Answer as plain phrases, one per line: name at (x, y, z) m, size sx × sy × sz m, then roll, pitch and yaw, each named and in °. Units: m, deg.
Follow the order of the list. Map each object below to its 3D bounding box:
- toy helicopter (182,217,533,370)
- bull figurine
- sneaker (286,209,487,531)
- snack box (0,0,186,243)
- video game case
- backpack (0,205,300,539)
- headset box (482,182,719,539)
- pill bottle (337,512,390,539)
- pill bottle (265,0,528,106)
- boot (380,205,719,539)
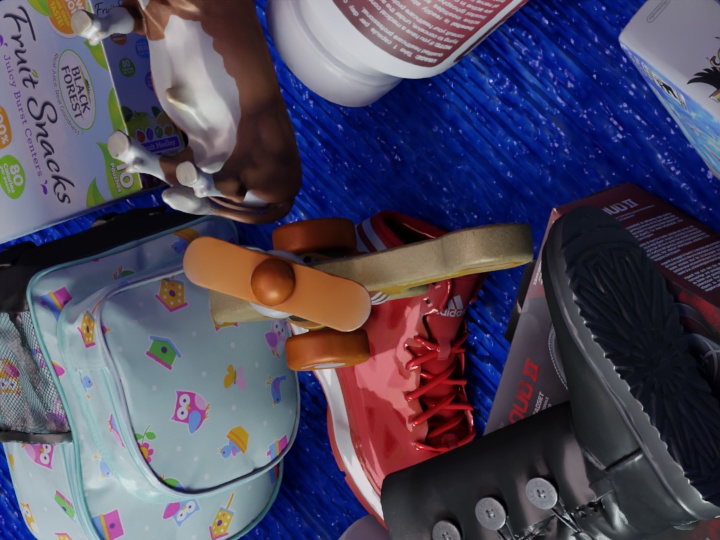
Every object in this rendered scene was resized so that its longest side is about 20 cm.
toy helicopter at (0.000, 0.000, 1.253) m, size 0.199 × 0.132 × 0.079 m, roll -13°, pitch 79°, yaw 40°
bull figurine at (-0.091, -0.118, 1.273) m, size 0.065 × 0.121 × 0.201 m, roll -28°, pitch 81°, yaw 36°
sneaker at (0.036, 0.059, 1.344) m, size 0.115 × 0.078 × 0.201 m, roll -41°, pitch 75°, yaw 42°
snack box at (-0.205, -0.101, 1.530) m, size 0.199 × 0.053 × 0.143 m, roll -15°, pitch 92°, yaw 43°
video game case at (0.215, -0.034, 1.083) m, size 0.181 × 0.200 × 0.045 m, roll 42°, pitch 92°, yaw 26°
backpack at (-0.125, 0.077, 1.426) m, size 0.153 × 0.175 × 0.201 m, roll 6°, pitch 110°, yaw 44°
headset box at (0.159, 0.060, 1.235) m, size 0.200 × 0.077 × 0.149 m, roll 33°, pitch 122°, yaw 29°
pill bottle at (-0.016, 0.232, 1.402) m, size 0.114 × 0.114 × 0.200 m, roll 52°, pitch 134°, yaw 18°
pill bottle at (0.040, -0.173, 1.252) m, size 0.200 × 0.113 × 0.113 m, roll -39°, pitch 75°, yaw 40°
boot at (0.083, 0.080, 1.219) m, size 0.200 × 0.065 × 0.165 m, roll -34°, pitch 78°, yaw 47°
